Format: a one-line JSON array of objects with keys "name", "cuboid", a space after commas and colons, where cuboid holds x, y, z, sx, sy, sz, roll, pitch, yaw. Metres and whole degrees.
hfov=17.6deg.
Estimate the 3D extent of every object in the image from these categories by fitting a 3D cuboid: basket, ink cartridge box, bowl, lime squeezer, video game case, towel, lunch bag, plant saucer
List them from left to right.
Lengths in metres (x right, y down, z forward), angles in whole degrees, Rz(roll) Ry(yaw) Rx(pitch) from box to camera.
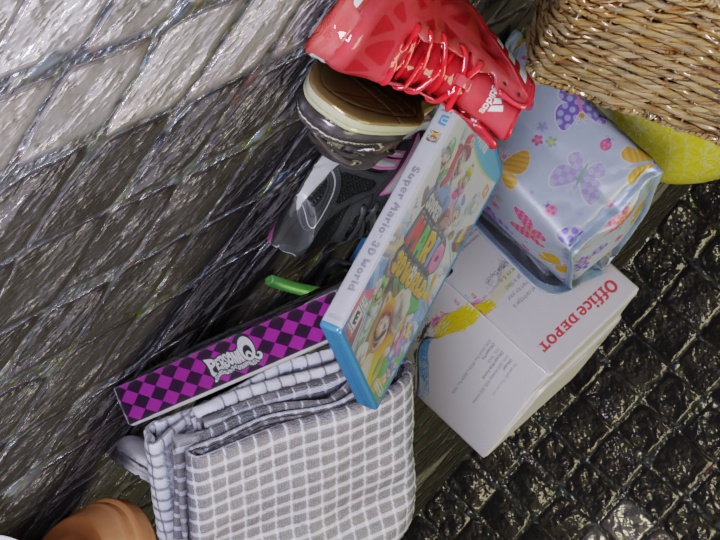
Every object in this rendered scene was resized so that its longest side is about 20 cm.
[{"name": "plant saucer", "cuboid": [-0.221, 0.267, 1.774, 0.200, 0.037, 0.200, -35, -137, 41]}, {"name": "video game case", "cuboid": [-0.053, 0.043, 1.675, 0.200, 0.036, 0.181, -24, -179, 28]}, {"name": "towel", "cuboid": [-0.053, 0.152, 1.704, 0.200, 0.086, 0.166, -21, 133, -22]}, {"name": "lime squeezer", "cuboid": [0.000, 0.000, 1.844, 0.038, 0.071, 0.200, -4, -161, 36]}, {"name": "video game case", "cuboid": [0.038, -0.018, 1.570, 0.200, 0.018, 0.143, -62, 159, -17]}, {"name": "ink cartridge box", "cuboid": [0.103, 0.025, 2.004, 0.147, 0.200, 0.145, -38, 167, -39]}, {"name": "lunch bag", "cuboid": [0.143, -0.074, 1.871, 0.127, 0.170, 0.200, -43, 171, -6]}, {"name": "bowl", "cuboid": [0.222, -0.154, 1.927, 0.108, 0.200, 0.200, -21, 164, -10]}, {"name": "basket", "cuboid": [0.237, -0.200, 1.681, 0.149, 0.200, 0.143, 117, -11, -53]}]

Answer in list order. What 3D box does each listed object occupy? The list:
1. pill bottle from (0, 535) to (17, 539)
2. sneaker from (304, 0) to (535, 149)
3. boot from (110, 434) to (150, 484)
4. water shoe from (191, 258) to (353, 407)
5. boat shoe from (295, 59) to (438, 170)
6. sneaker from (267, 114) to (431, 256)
[{"name": "pill bottle", "cuboid": [-0.260, 0.253, 1.626, 0.111, 0.111, 0.200, -43, 169, -24]}, {"name": "sneaker", "cuboid": [0.050, -0.130, 1.418, 0.078, 0.116, 0.200, -51, 169, 25]}, {"name": "boot", "cuboid": [-0.087, 0.120, 1.809, 0.070, 0.200, 0.132, 25, -82, 69]}, {"name": "water shoe", "cuboid": [-0.070, 0.064, 1.877, 0.200, 0.071, 0.079, -42, 142, -26]}, {"name": "boat shoe", "cuboid": [0.000, -0.094, 1.468, 0.065, 0.073, 0.200, -52, 171, 16]}, {"name": "sneaker", "cuboid": [0.019, -0.054, 1.669, 0.200, 0.086, 0.080, -36, 163, -46]}]
